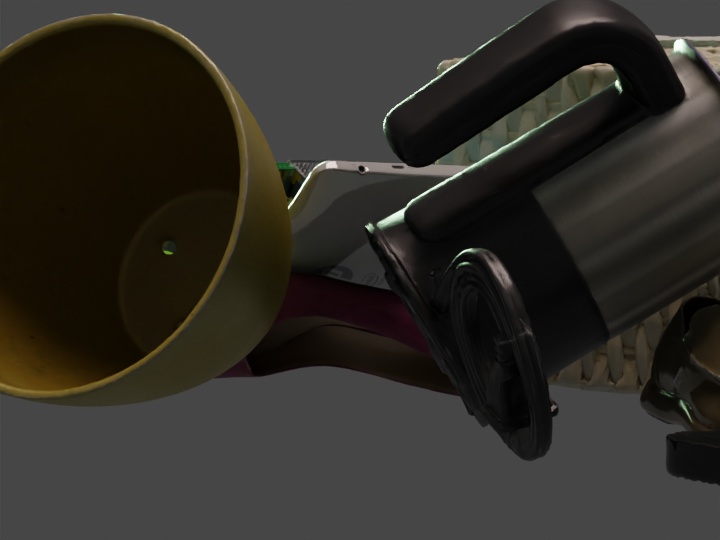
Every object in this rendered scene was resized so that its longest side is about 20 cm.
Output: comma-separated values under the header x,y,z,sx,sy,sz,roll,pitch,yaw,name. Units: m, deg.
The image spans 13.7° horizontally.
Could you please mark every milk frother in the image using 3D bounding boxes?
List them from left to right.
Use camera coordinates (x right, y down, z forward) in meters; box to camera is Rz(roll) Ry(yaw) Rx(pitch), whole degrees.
x,y,z,sx,sy,sz,roll,pitch,yaw,name
0.117,-0.008,1.438,0.188,0.200,0.181,-31,-39,-1,milk frother

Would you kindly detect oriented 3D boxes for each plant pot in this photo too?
x,y,z,sx,sy,sz,roll,pitch,yaw,name
-0.114,-0.014,1.539,0.199,0.201,0.142,5,-14,28,plant pot

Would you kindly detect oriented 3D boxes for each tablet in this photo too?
x,y,z,sx,sy,sz,roll,pitch,yaw,name
0.000,0.000,1.647,0.130,0.014,0.200,2,-33,-25,tablet

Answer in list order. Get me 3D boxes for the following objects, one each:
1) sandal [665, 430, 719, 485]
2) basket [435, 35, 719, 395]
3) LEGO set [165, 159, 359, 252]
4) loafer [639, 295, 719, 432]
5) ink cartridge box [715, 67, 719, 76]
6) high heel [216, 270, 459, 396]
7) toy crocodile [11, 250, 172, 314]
x,y,z,sx,sy,sz,roll,pitch,yaw,name
0.217,0.075,1.289,0.200,0.048,0.075,5,5,40,sandal
0.160,-0.034,1.710,0.198,0.201,0.161,5,7,36,basket
-0.051,0.006,1.895,0.200,0.116,0.154,-7,39,-44,LEGO set
0.190,0.051,1.464,0.076,0.068,0.200,1,5,-20,loafer
0.283,-0.033,1.522,0.146,0.201,0.083,-7,16,48,ink cartridge box
-0.012,0.047,1.611,0.199,0.096,0.067,-18,-30,8,high heel
-0.136,0.022,1.665,0.062,0.068,0.200,6,5,31,toy crocodile
